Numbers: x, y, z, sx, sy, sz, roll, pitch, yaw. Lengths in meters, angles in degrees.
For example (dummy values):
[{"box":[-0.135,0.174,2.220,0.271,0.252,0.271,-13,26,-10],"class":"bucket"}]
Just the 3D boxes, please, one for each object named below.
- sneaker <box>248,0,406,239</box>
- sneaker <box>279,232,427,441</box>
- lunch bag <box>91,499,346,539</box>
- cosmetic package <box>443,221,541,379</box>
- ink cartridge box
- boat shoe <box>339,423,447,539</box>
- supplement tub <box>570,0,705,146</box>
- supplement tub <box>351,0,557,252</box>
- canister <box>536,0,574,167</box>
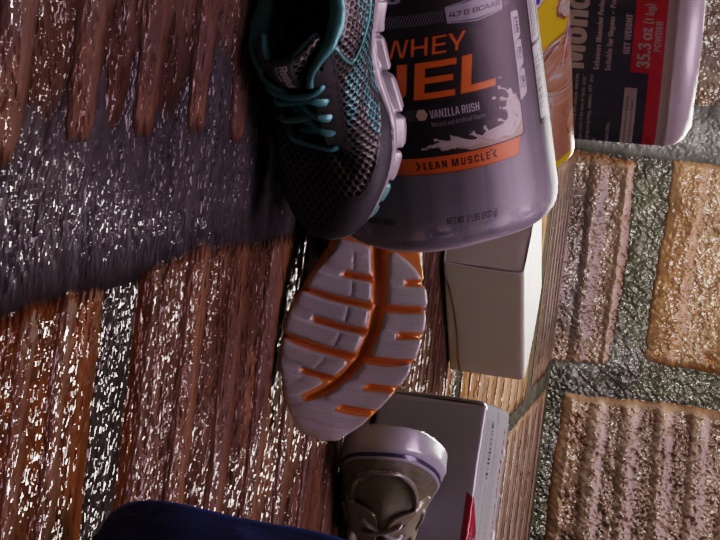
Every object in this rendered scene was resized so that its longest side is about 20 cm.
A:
[{"box":[-0.026,-0.103,1.259,0.091,0.077,0.201,-39,135,-54],"class":"sneaker"},{"box":[0.000,0.000,1.461,0.077,0.078,0.201,154,-48,-78],"class":"sneaker"},{"box":[-0.063,0.210,0.997,0.133,0.135,0.201,-68,164,-57],"class":"lunch bag"},{"box":[0.117,0.003,2.224,0.200,0.073,0.104,82,18,-59],"class":"cosmetic package"},{"box":[0.056,0.170,1.927,0.200,0.082,0.147,34,63,-81],"class":"ink cartridge box"},{"box":[0.021,0.158,1.728,0.200,0.071,0.062,83,14,-68],"class":"boat shoe"},{"box":[0.123,-0.158,1.666,0.140,0.198,0.141,5,90,-85],"class":"supplement tub"},{"box":[0.035,-0.121,1.348,0.123,0.122,0.201,-62,145,-67],"class":"supplement tub"},{"box":[0.066,-0.144,1.519,0.148,0.086,0.201,-35,132,-39],"class":"canister"}]
